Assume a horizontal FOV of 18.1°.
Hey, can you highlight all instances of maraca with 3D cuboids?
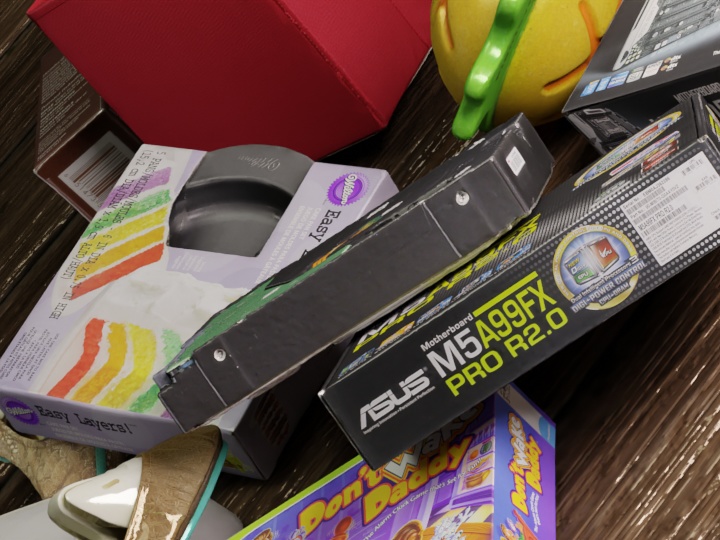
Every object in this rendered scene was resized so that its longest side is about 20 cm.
[{"bbox_3d":[0.087,-0.133,1.189,0.200,0.107,0.137,-45,-24,-71],"label":"maraca"}]

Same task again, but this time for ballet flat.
[{"bbox_3d":[-0.185,0.094,1.358,0.200,0.070,0.065,22,110,58],"label":"ballet flat"},{"bbox_3d":[-0.126,0.148,1.083,0.068,0.072,0.200,-41,26,59],"label":"ballet flat"}]

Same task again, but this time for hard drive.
[{"bbox_3d":[0.000,0.000,1.097,0.200,0.038,0.140,-32,5,14],"label":"hard drive"}]

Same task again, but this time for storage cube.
[{"bbox_3d":[-0.066,-0.176,1.433,0.200,0.180,0.171,-24,26,42],"label":"storage cube"}]

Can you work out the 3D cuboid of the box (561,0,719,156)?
[{"bbox_3d":[0.209,-0.138,1.099,0.200,0.050,0.158,-13,40,52],"label":"box"}]

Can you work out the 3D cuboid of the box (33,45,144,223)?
[{"bbox_3d":[-0.175,-0.104,1.616,0.075,0.100,0.200,-39,25,16],"label":"box"}]

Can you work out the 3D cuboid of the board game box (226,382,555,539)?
[{"bbox_3d":[-0.003,0.146,1.012,0.200,0.045,0.135,-35,26,25],"label":"board game box"}]

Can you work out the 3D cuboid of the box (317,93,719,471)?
[{"bbox_3d":[0.082,0.001,1.011,0.200,0.044,0.160,-34,5,13],"label":"box"}]

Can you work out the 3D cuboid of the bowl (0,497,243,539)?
[{"bbox_3d":[-0.171,0.194,1.183,0.200,0.075,0.200,-21,34,47],"label":"bowl"}]

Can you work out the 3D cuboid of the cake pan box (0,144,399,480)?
[{"bbox_3d":[-0.088,0.016,1.272,0.184,0.052,0.200,10,55,33],"label":"cake pan box"}]
